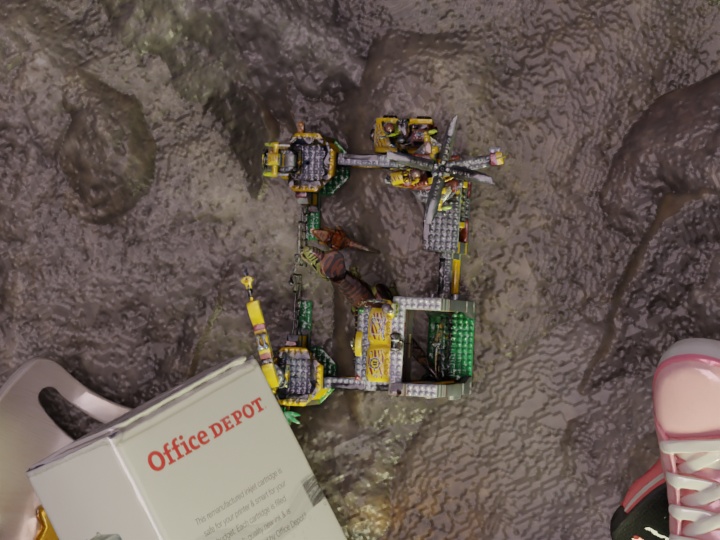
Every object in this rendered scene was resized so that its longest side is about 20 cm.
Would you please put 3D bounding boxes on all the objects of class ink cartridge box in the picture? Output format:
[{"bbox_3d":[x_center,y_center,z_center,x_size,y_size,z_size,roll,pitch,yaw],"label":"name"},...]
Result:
[{"bbox_3d":[-0.085,0.168,1.394,0.085,0.146,0.200,-24,92,37],"label":"ink cartridge box"}]

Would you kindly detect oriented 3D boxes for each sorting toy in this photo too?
[{"bbox_3d":[-0.181,0.155,1.468,0.200,0.107,0.180,23,79,-5],"label":"sorting toy"}]

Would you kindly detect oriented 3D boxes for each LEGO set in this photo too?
[{"bbox_3d":[0.000,0.000,1.411,0.154,0.116,0.200,11,91,14],"label":"LEGO set"}]

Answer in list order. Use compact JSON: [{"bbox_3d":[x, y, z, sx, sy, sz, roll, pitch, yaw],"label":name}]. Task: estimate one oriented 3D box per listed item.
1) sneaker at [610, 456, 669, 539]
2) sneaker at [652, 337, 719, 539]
[{"bbox_3d":[0.224,0.096,1.384,0.074,0.087,0.200,34,119,-18],"label":"sneaker"},{"bbox_3d":[0.200,0.142,1.294,0.075,0.105,0.200,-4,119,29],"label":"sneaker"}]
